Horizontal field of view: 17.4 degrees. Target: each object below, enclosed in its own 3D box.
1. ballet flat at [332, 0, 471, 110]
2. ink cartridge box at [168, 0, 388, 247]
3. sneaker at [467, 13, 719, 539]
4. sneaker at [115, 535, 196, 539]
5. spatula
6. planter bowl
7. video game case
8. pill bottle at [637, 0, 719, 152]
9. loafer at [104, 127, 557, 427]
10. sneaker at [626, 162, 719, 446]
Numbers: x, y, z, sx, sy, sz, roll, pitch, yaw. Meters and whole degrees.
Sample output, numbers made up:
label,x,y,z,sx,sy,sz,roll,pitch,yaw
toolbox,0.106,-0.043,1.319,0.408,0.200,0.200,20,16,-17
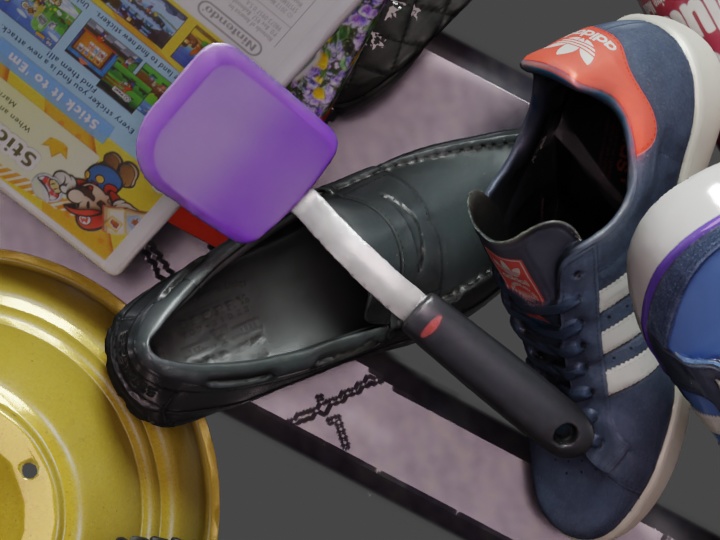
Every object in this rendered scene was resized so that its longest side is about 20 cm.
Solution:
label,x,y,z,sx,sy,sz,roll,pitch,yaw
ballet flat,0.038,-0.145,0.894,0.200,0.066,0.057,-49,131,-2
ink cartridge box,-0.053,-0.094,0.850,0.109,0.050,0.201,28,119,-2
sneaker,0.074,0.007,0.857,0.084,0.075,0.201,-10,109,-43
sneaker,-0.020,0.158,0.854,0.199,0.070,0.091,16,91,-26
spatula,0.007,0.002,0.823,0.200,0.021,0.057,41,103,-11
planter bowl,-0.152,0.089,0.869,0.199,0.083,0.202,0,87,-3
video game case,-0.112,-0.116,0.809,0.200,0.023,0.182,38,123,-10
pill bottle,0.177,-0.079,0.878,0.109,0.110,0.201,-28,88,-3
loafer,0.000,0.000,0.874,0.200,0.070,0.068,-25,86,-18
sneaker,0.166,0.064,0.799,0.080,0.200,0.147,-30,53,1
